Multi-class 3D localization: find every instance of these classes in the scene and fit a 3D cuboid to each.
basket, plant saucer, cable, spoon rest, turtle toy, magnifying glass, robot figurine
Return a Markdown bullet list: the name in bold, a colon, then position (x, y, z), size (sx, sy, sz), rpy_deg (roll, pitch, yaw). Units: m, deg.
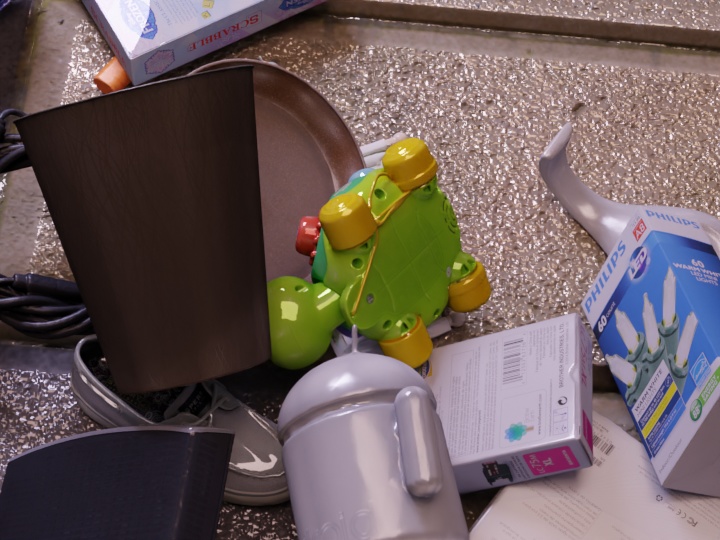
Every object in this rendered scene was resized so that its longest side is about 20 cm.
- **basket**: position (-0.135, -0.025, 1.193), size (0.179, 0.136, 0.202), rpy_deg (-12, 94, 21)
- **plant saucer**: position (-0.082, -0.063, 1.327), size (0.199, 0.032, 0.202), rpy_deg (11, 69, -30)
- **cable**: position (-0.230, -0.028, 1.297), size (0.199, 0.051, 0.164), rpy_deg (34, 63, 6)
- **spoon rest**: position (0.226, -0.034, 1.380), size (0.200, 0.061, 0.100), rpy_deg (40, 67, 3)
- **turtle toy**: position (0.000, 0.000, 1.279), size (0.101, 0.147, 0.200), rpy_deg (2, 36, 49)
- **magnifying glass**: position (-0.158, -0.224, 1.479), size (0.079, 0.022, 0.200), rpy_deg (32, 66, 14)
- **robot figurine**: position (0.007, 0.142, 1.158), size (0.112, 0.170, 0.202), rpy_deg (3, 60, -32)

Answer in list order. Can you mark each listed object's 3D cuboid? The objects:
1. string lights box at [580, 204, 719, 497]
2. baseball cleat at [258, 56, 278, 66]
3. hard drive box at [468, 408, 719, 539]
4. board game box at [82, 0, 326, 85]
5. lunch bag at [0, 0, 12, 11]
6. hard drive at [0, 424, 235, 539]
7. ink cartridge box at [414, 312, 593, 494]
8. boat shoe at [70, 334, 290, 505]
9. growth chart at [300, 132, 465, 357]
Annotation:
- **string lights box**: position (0.234, 0.056, 1.253), size (0.058, 0.103, 0.201), rpy_deg (12, 34, -22)
- **baseball cleat**: position (-0.128, -0.084, 1.386), size (0.199, 0.070, 0.107), rpy_deg (-35, 74, -9)
- **hard drive box**: position (0.153, 0.218, 1.219), size (0.155, 0.077, 0.200), rpy_deg (35, 65, 16)
- **board game box**: position (-0.152, -0.278, 1.477), size (0.198, 0.041, 0.201), rpy_deg (-25, 64, -16)
- **lunch bag**: position (-0.408, -0.240, 1.425), size (0.170, 0.124, 0.200), rpy_deg (39, 80, 18)
- **hard drive**: position (-0.182, 0.172, 1.189), size (0.199, 0.042, 0.136), rpy_deg (-13, 55, 34)
- **ink cartridge box**: position (0.072, 0.107, 1.251), size (0.198, 0.042, 0.120), rpy_deg (-13, 42, 20)
- **boat shoe**: position (-0.130, 0.108, 1.270), size (0.199, 0.072, 0.070), rpy_deg (25, 63, 12)
- **growth chart**: position (-0.002, -0.014, 1.373), size (0.143, 0.018, 0.201), rpy_deg (-14, 63, -9)
